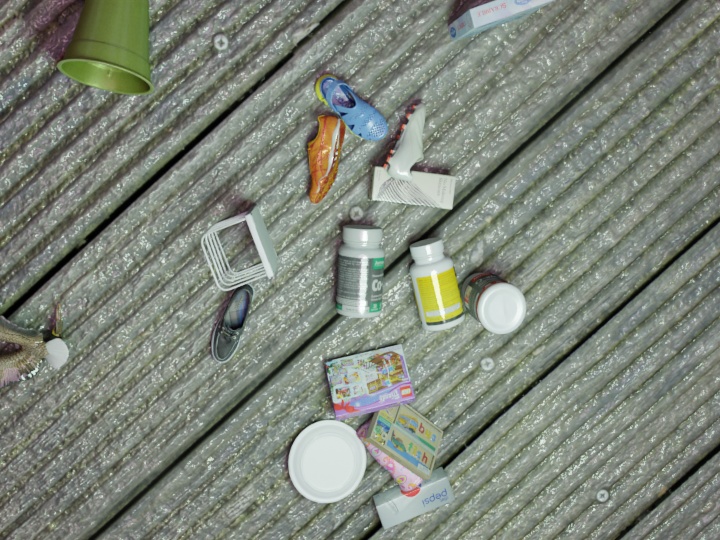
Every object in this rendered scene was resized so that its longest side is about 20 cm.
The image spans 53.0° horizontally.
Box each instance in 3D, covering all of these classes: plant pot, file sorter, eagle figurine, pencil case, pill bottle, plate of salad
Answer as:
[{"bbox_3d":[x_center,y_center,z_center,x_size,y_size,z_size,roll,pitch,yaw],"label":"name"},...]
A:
[{"bbox_3d":[-0.521,-0.498,1.526,0.195,0.200,0.195,9,85,-9],"label":"plant pot"},{"bbox_3d":[-0.267,-0.051,1.609,0.122,0.200,0.142,-20,101,1],"label":"file sorter"},{"bbox_3d":[-0.759,0.171,1.604,0.151,0.197,0.154,-43,65,38],"label":"eagle figurine"},{"bbox_3d":[0.077,0.449,1.787,0.087,0.087,0.201,-39,99,0],"label":"pencil case"},{"bbox_3d":[0.177,0.031,1.721,0.109,0.111,0.205,-15,101,-5],"label":"pill bottle"},{"bbox_3d":[-0.082,0.471,1.789,0.195,0.048,0.206,0,90,-13],"label":"plate of salad"},{"bbox_3d":[0.000,0.000,1.692,0.110,0.113,0.205,1,100,-7],"label":"pill bottle"},{"bbox_3d":[0.305,0.070,1.698,0.113,0.200,0.119,-1,100,-7],"label":"pill bottle"}]

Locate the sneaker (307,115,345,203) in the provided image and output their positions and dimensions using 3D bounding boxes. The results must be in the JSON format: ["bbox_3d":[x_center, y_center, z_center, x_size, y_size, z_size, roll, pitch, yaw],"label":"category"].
[{"bbox_3d":[-0.090,-0.257,1.674,0.076,0.073,0.205,16,97,16],"label":"sneaker"}]

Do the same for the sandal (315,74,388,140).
[{"bbox_3d":[-0.019,-0.368,1.648,0.198,0.087,0.080,35,91,-13],"label":"sandal"}]

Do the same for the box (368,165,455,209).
[{"bbox_3d":[0.120,-0.195,1.700,0.195,0.068,0.084,4,97,-8],"label":"box"}]

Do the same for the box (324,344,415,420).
[{"bbox_3d":[0.021,0.269,1.740,0.195,0.039,0.140,-12,65,-5],"label":"box"}]

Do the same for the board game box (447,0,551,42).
[{"bbox_3d":[0.310,-0.572,1.600,0.196,0.200,0.042,-21,101,-4],"label":"board game box"}]

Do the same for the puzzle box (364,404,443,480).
[{"bbox_3d":[0.111,0.402,1.764,0.199,0.025,0.135,37,53,-19],"label":"puzzle box"}]

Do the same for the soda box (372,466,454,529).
[{"bbox_3d":[0.134,0.574,1.824,0.196,0.063,0.070,-21,101,-4],"label":"soda box"}]

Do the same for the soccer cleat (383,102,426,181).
[{"bbox_3d":[0.118,-0.293,1.661,0.076,0.069,0.203,25,69,-4],"label":"soccer cleat"}]

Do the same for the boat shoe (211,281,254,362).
[{"bbox_3d":[-0.299,0.127,1.696,0.069,0.066,0.203,25,95,-10],"label":"boat shoe"}]
